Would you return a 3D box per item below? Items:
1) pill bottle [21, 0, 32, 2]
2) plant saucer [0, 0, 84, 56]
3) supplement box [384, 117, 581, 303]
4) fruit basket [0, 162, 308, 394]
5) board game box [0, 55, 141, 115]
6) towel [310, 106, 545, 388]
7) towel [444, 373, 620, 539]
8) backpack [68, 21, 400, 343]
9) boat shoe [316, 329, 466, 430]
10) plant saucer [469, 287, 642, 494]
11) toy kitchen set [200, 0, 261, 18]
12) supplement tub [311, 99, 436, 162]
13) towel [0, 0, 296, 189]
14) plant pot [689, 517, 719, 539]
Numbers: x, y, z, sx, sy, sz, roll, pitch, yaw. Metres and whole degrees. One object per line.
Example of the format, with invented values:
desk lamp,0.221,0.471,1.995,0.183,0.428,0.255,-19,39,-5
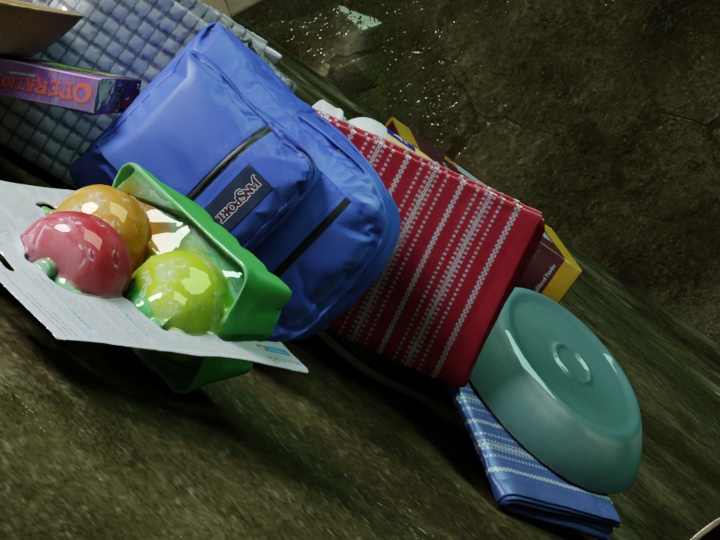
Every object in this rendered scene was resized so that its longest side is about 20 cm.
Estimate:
pill bottle,-0.267,-0.223,1.807,0.200,0.113,0.113,30,6,21
plant saucer,-0.284,-0.171,1.458,0.200,0.036,0.200,11,6,-1
supplement box,0.078,-0.023,2.087,0.200,0.133,0.197,34,9,-10
fruit basket,-0.149,0.004,1.266,0.200,0.094,0.185,2,31,-47
board game box,-0.257,-0.136,1.477,0.200,0.032,0.120,12,2,7
towel,0.018,-0.016,1.587,0.200,0.145,0.022,25,9,-3
towel,0.112,0.110,1.656,0.145,0.024,0.200,20,36,-45
backpack,-0.081,-0.044,1.488,0.200,0.163,0.168,45,7,2
boat shoe,0.038,0.059,1.705,0.200,0.063,0.073,31,9,-30
plant saucer,0.152,0.081,1.691,0.200,0.036,0.200,36,26,-21
toy kitchen set,-0.084,-0.175,1.905,0.163,0.180,0.200,46,-18,51
supplement tub,0.015,-0.040,1.884,0.200,0.146,0.145,34,8,-12
towel,-0.166,-0.132,1.615,0.200,0.166,0.086,30,4,-33
plant pot,0.255,0.236,1.283,0.187,0.187,0.200,38,-6,14
